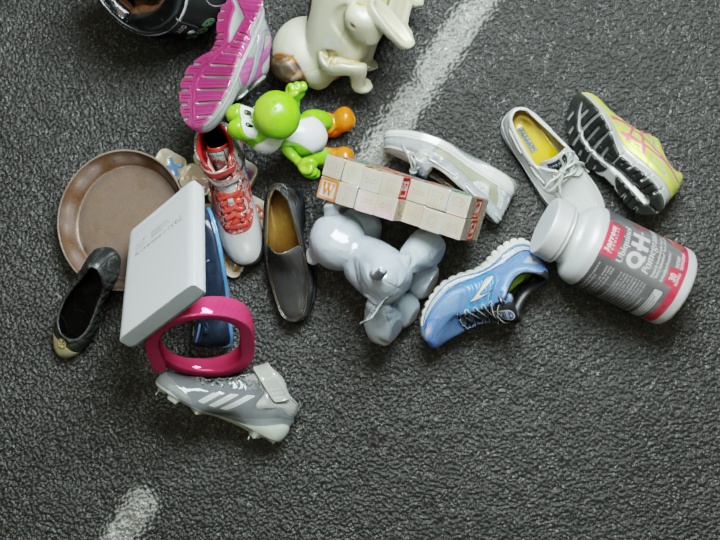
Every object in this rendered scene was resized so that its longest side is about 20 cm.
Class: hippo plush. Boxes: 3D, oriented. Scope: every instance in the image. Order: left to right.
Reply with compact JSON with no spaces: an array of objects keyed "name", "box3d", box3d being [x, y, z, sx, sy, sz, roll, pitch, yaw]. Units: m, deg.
[{"name":"hippo plush","box3d":[0.000,0.000,1.118,0.160,0.200,0.160,30,121,23]}]

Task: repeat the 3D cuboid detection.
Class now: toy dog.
[{"name":"toy dog","box3d":[-0.040,-0.323,1.122,0.193,0.199,0.141,28,48,-30]}]

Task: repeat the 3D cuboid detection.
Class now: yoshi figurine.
[{"name":"yoshi figurine","box3d":[-0.081,-0.188,1.098,0.113,0.199,0.112,50,121,33]}]

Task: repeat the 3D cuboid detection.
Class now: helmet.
[{"name":"helmet","box3d":[-0.259,-0.418,1.130,0.198,0.191,0.202,8,120,15]}]

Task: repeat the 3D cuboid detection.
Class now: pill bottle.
[{"name":"pill bottle","box3d":[0.332,-0.018,1.100,0.199,0.111,0.112,25,89,-3]}]

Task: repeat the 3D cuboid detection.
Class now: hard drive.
[{"name":"hard drive","box3d":[-0.252,-0.012,1.061,0.131,0.201,0.027,-35,129,21]}]

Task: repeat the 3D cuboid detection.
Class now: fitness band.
[{"name":"fitness band","box3d":[-0.212,0.094,1.101,0.142,0.201,0.038,-3,60,-8]}]

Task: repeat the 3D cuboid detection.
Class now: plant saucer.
[{"name":"plant saucer","box3d":[-0.337,-0.071,1.186,0.198,0.034,0.202,-1,85,10]}]

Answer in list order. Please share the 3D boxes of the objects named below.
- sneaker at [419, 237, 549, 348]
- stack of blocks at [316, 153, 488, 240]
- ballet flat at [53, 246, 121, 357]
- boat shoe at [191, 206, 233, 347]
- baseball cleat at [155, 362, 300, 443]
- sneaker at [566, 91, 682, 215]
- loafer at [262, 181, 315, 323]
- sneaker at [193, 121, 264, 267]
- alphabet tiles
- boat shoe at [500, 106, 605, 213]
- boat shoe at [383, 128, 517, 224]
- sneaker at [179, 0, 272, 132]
[{"name":"sneaker","box3d":[0.169,0.041,1.120,0.199,0.079,0.089,-37,45,2]},{"name":"stack of blocks","box3d":[0.057,-0.096,1.095,0.199,0.115,0.059,20,101,22]},{"name":"ballet flat","box3d":[-0.392,0.047,1.153,0.066,0.057,0.201,35,118,4]},{"name":"boat shoe","box3d":[-0.217,0.016,1.134,0.068,0.084,0.202,-8,102,-11]},{"name":"baseball cleat","box3d":[-0.178,0.162,1.142,0.199,0.070,0.107,28,91,-20]},{"name":"sneaker","box3d":[0.366,-0.169,1.143,0.090,0.078,0.201,-28,76,-29]},{"name":"loafer","box3d":[-0.107,-0.024,1.153,0.072,0.072,0.202,-9,92,9]},{"name":"sneaker","box3d":[-0.184,-0.106,1.135,0.067,0.108,0.203,-10,86,3]},{"name":"alphabet tiles","box3d":[-0.234,-0.084,1.199,0.195,0.015,0.201,29,89,4]},{"name":"boat shoe","box3d":[0.269,-0.144,1.132,0.074,0.086,0.203,-35,88,2]},{"name":"boat shoe","box3d":[0.118,-0.136,1.151,0.201,0.074,0.065,27,85,-2]},{"name":"sneaker","box3d":[-0.167,-0.264,1.104,0.081,0.088,0.201,18,74,28]}]
